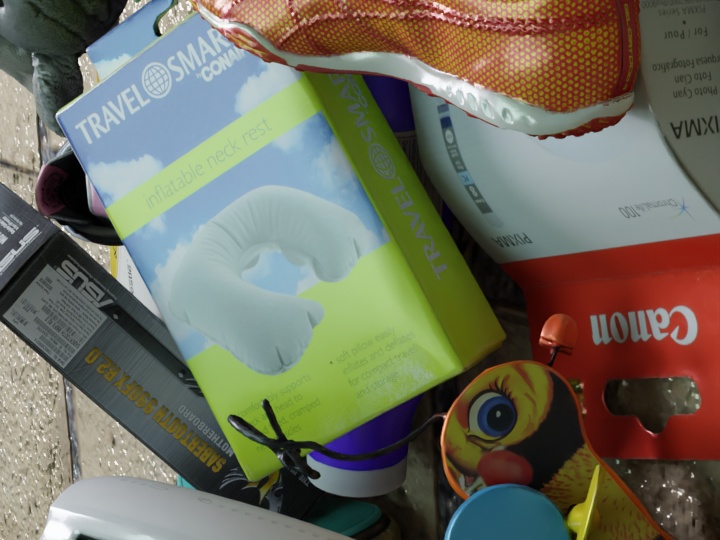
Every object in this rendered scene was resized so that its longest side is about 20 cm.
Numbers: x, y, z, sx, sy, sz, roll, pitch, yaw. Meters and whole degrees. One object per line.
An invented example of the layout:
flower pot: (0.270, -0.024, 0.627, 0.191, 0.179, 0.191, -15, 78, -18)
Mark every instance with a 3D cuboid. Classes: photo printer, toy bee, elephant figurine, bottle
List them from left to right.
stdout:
elephant figurine: (-0.147, -0.134, 0.895, 0.200, 0.154, 0.143, 45, 133, 52)
photo printer: (-0.029, 0.145, 0.787, 0.165, 0.200, 0.070, 12, 73, 29)
bottle: (0.000, 0.000, 0.855, 0.083, 0.065, 0.202, 21, 118, 42)
toy bee: (0.067, 0.077, 0.711, 0.109, 0.199, 0.131, -53, 13, -5)

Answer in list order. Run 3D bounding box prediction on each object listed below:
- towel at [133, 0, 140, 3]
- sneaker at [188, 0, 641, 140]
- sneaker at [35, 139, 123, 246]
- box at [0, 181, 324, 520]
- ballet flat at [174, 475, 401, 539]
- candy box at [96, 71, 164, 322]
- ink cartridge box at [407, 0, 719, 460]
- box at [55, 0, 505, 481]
towel: (-0.070, -0.224, 0.775, 0.200, 0.023, 0.154, 116, 163, -59)
sneaker: (0.016, -0.104, 0.680, 0.199, 0.073, 0.078, 16, 114, 34)
sneaker: (-0.128, -0.045, 0.935, 0.199, 0.081, 0.071, -6, 91, 61)
box: (-0.121, 0.036, 0.921, 0.200, 0.048, 0.158, 46, 171, -34)
ballet flat: (-0.038, 0.140, 0.979, 0.199, 0.070, 0.072, 10, 108, 60)
candy box: (-0.067, -0.031, 0.976, 0.200, 0.060, 0.138, 22, 118, 58)
ink cartridge box: (0.081, -0.026, 0.722, 0.160, 0.047, 0.202, -9, 89, 62)
box: (-0.040, -0.029, 0.795, 0.121, 0.048, 0.201, -30, 88, 31)
